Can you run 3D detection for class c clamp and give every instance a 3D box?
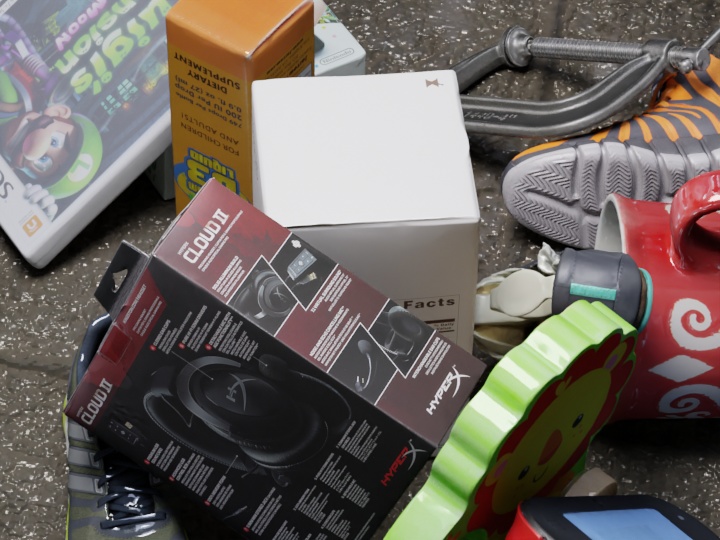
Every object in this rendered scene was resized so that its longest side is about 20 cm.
[{"bbox_3d":[0.133,-0.126,1.886,0.199,0.027,0.171,4,36,41],"label":"c clamp"}]

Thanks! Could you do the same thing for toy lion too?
[{"bbox_3d":[0.072,0.112,1.574,0.069,0.192,0.200,37,67,21],"label":"toy lion"}]

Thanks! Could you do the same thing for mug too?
[{"bbox_3d":[0.241,0.024,1.704,0.199,0.178,0.134,3,80,-4],"label":"mug"}]

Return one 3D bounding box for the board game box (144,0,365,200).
[{"bbox_3d":[-0.107,-0.153,1.926,0.147,0.064,0.200,-22,50,-21],"label":"board game box"}]

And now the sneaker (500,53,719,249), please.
[{"bbox_3d":[0.178,-0.077,1.863,0.199,0.078,0.112,-4,39,-10],"label":"sneaker"}]

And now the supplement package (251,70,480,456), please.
[{"bbox_3d":[0.000,0.000,1.691,0.119,0.201,0.122,-3,46,-4],"label":"supplement package"}]

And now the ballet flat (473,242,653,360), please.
[{"bbox_3d":[0.100,0.019,1.687,0.073,0.200,0.074,2,83,-16],"label":"ballet flat"}]

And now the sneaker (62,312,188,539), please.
[{"bbox_3d":[-0.136,0.108,1.670,0.073,0.081,0.201,-9,48,-8],"label":"sneaker"}]

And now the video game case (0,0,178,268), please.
[{"bbox_3d":[-0.174,-0.126,1.856,0.200,0.023,0.182,-43,53,3],"label":"video game case"}]

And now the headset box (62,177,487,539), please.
[{"bbox_3d":[-0.056,0.058,1.593,0.200,0.149,0.077,34,44,2],"label":"headset box"}]

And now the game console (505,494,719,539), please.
[{"bbox_3d":[0.180,0.176,1.568,0.177,0.031,0.200,34,14,28],"label":"game console"}]

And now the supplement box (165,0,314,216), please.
[{"bbox_3d":[-0.069,-0.085,1.769,0.066,0.201,0.069,27,55,23],"label":"supplement box"}]
